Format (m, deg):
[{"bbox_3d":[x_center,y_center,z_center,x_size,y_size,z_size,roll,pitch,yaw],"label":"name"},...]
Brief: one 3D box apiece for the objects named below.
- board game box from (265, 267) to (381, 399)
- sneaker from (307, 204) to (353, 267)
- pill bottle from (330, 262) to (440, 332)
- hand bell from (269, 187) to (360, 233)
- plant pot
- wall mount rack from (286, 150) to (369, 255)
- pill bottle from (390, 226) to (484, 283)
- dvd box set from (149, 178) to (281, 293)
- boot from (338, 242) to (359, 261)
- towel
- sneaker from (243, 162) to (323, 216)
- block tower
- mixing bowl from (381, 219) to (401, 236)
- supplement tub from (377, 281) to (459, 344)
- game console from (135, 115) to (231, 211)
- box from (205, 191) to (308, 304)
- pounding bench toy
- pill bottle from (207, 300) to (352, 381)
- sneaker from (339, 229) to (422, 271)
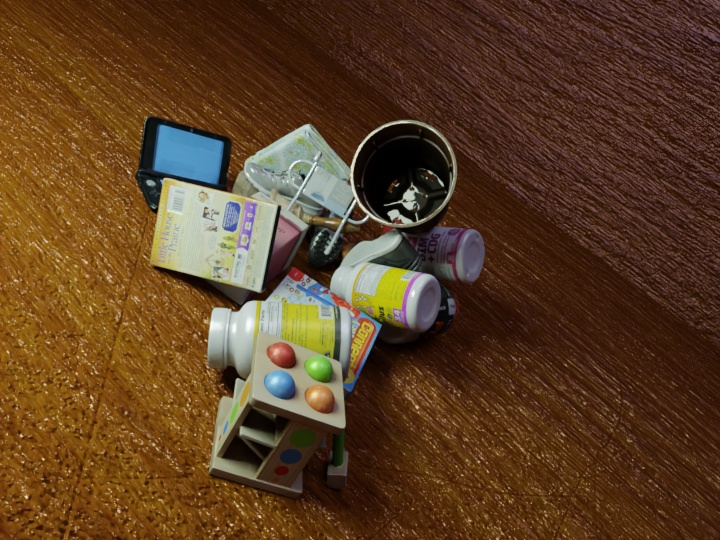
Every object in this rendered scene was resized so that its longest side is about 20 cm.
[{"bbox_3d":[-0.080,0.110,1.014,0.194,0.056,0.200,33,32,-1],"label":"board game box"},{"bbox_3d":[-0.082,-0.073,1.351,0.066,0.090,0.201,43,46,-23],"label":"sneaker"},{"bbox_3d":[0.042,0.044,1.105,0.198,0.106,0.104,11,11,35],"label":"pill bottle"},{"bbox_3d":[-0.099,-0.105,1.272,0.197,0.105,0.105,11,28,-4],"label":"hand bell"},{"bbox_3d":[0.098,-0.164,1.179,0.200,0.201,0.198,40,2,15],"label":"plant pot"},{"bbox_3d":[-0.077,-0.139,1.223,0.198,0.175,0.075,30,1,-4],"label":"wall mount rack"},{"bbox_3d":[0.157,-0.038,1.290,0.198,0.115,0.113,7,7,37],"label":"pill bottle"},{"bbox_3d":[-0.239,-0.058,0.978,0.197,0.148,0.029,13,8,6],"label":"dvd box set"},{"bbox_3d":[0.000,0.000,1.312,0.155,0.074,0.199,44,17,20],"label":"boot"},{"bbox_3d":[-0.139,-0.231,1.361,0.171,0.198,0.049,45,38,-33],"label":"towel"},{"bbox_3d":[-0.162,-0.200,1.327,0.198,0.082,0.075,23,27,-19],"label":"sneaker"},{"bbox_3d":[-0.198,-0.150,1.358,0.198,0.058,0.054,29,26,-4],"label":"block tower"},{"bbox_3d":[0.121,-0.058,1.465,0.200,0.109,0.200,40,-5,4],"label":"mixing bowl"},{"bbox_3d":[0.118,0.082,1.240,0.199,0.123,0.123,-3,43,-50],"label":"supplement tub"},{"bbox_3d":[-0.339,-0.200,1.210,0.198,0.117,0.176,7,36,-42],"label":"game console"},{"bbox_3d":[-0.203,-0.048,1.102,0.127,0.110,0.200,34,28,3],"label":"box"},{"bbox_3d":[-0.072,0.195,0.783,0.198,0.157,0.125,24,27,-19],"label":"pounding bench toy"},{"bbox_3d":[-0.116,0.104,0.862,0.197,0.114,0.113,4,31,-8],"label":"pill bottle"},{"bbox_3d":[0.042,-0.011,1.192,0.099,0.199,0.071,42,56,-22],"label":"sneaker"}]
